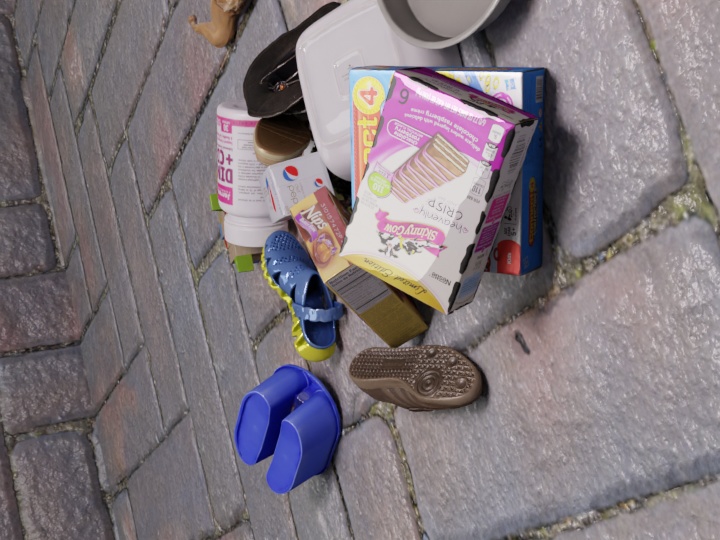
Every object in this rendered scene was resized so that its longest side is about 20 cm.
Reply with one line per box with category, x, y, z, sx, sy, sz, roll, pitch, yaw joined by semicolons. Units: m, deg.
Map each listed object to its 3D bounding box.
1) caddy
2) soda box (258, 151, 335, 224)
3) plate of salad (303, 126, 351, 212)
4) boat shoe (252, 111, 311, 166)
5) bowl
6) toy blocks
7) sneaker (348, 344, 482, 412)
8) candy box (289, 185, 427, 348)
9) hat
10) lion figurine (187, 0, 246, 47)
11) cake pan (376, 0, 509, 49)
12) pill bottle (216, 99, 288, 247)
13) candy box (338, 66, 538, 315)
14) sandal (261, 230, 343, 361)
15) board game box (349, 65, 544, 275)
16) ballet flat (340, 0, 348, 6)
caddy;-0.102;0.231;1.698;0.141;0.105;0.201;41;136;23
soda box;-0.081;-0.100;1.428;0.200;0.068;0.064;-178;70;-81
plate of salad;-0.043;-0.132;1.538;0.200;0.048;0.201;26;120;59
boat shoe;-0.103;-0.166;1.511;0.200;0.071;0.065;-71;2;-66
bowl;0.010;-0.214;1.283;0.199;0.074;0.201;-21;77;36
toy blocks;-0.193;-0.087;1.829;0.137;0.099;0.201;142;118;-74
sneaker;0.077;0.132;1.356;0.199;0.076;0.071;7;62;47
candy box;0.000;0.000;1.343;0.200;0.056;0.117;48;-168;-54
hat;-0.061;-0.251;1.492;0.200;0.081;0.201;-30;36;24
lion figurine;-0.221;-0.412;1.822;0.123;0.072;0.200;58;161;23
cake pan;0.092;-0.323;1.161;0.200;0.037;0.202;1;91;47
pill bottle;-0.153;-0.143;1.685;0.113;0.113;0.201;32;125;58
candy box;0.071;-0.078;1.111;0.136;0.061;0.201;28;116;24
sandal;-0.076;0.024;1.625;0.201;0.079;0.087;62;145;21
board game box;0.086;-0.105;1.166;0.195;0.056;0.201;6;105;31
ballet flat;0.006;-0.260;1.365;0.201;0.071;0.069;67;-172;25
